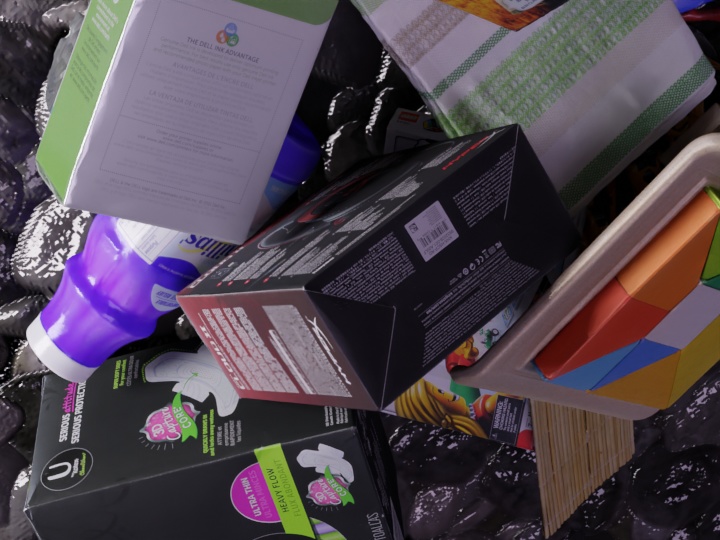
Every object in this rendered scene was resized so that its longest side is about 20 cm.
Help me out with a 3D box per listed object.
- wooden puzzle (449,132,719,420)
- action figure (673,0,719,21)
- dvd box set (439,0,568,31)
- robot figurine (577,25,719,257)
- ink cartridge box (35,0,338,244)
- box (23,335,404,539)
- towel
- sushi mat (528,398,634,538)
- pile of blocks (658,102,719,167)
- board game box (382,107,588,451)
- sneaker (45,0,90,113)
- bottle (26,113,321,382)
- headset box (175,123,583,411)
[{"bbox_3d":[0.169,0.018,0.835,0.200,0.037,0.184,-43,146,25],"label":"wooden puzzle"},{"bbox_3d":[0.196,-0.173,0.912,0.198,0.052,0.066,-12,116,-12],"label":"action figure"},{"bbox_3d":[0.058,-0.178,0.711,0.199,0.030,0.146,13,149,-44],"label":"dvd box set"},{"bbox_3d":[0.172,-0.056,0.978,0.144,0.058,0.202,-16,124,-11],"label":"robot figurine"},{"bbox_3d":[-0.077,-0.121,0.774,0.103,0.059,0.201,12,110,-32],"label":"ink cartridge box"},{"bbox_3d":[-0.084,0.132,0.958,0.198,0.125,0.150,-13,125,5],"label":"box"},{"bbox_3d":[0.088,-0.136,0.848,0.149,0.031,0.200,-41,104,-9],"label":"towel"},{"bbox_3d":[0.140,0.079,0.991,0.095,0.012,0.201,-37,139,-24],"label":"sushi mat"},{"bbox_3d":[0.268,-0.099,0.900,0.199,0.062,0.082,-38,162,-4],"label":"pile of blocks"},{"bbox_3d":[0.067,0.008,0.968,0.125,0.035,0.202,13,120,10],"label":"board game box"},{"bbox_3d":[-0.080,-0.133,0.842,0.199,0.075,0.085,-36,125,7],"label":"sneaker"},{"bbox_3d":[-0.112,-0.020,0.900,0.200,0.065,0.083,-46,157,12],"label":"bottle"},{"bbox_3d":[0.000,0.000,0.840,0.148,0.200,0.075,-38,104,-23],"label":"headset box"}]
